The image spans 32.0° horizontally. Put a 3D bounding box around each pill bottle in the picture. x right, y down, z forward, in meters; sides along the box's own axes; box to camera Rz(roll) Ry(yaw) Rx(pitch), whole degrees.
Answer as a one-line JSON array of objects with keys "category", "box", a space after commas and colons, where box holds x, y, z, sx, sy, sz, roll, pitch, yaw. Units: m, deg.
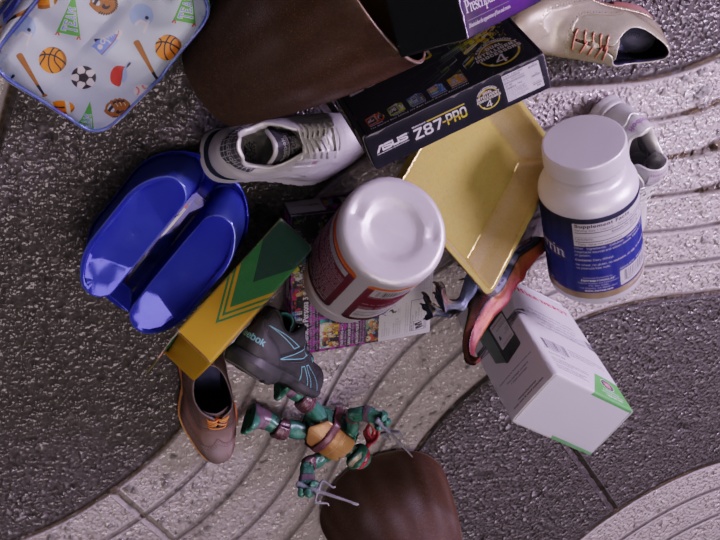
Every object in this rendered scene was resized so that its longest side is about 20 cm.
[{"category": "pill bottle", "box": [0.263, -0.069, 1.431, 0.115, 0.116, 0.201, -21, 131, -7]}, {"category": "pill bottle", "box": [0.007, -0.014, 1.319, 0.113, 0.115, 0.200, -6, 167, -17]}]

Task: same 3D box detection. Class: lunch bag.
[{"category": "lunch bag", "box": [-0.249, -0.242, 1.189, 0.160, 0.076, 0.200, 34, 107, -33]}]

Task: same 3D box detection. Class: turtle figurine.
[{"category": "turtle figurine", "box": [-0.043, 0.212, 1.569, 0.199, 0.101, 0.150, 35, 92, -20]}]

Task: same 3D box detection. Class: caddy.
[{"category": "caddy", "box": [-0.209, -0.032, 1.334, 0.141, 0.105, 0.200, 39, 105, -12]}]

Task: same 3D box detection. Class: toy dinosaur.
[{"category": "toy dinosaur", "box": [0.162, 0.018, 1.485, 0.180, 0.201, 0.105, -15, 155, -19]}]

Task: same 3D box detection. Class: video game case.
[{"category": "video game case", "box": [0.000, 0.000, 1.477, 0.180, 0.036, 0.201, -10, 126, -15]}]

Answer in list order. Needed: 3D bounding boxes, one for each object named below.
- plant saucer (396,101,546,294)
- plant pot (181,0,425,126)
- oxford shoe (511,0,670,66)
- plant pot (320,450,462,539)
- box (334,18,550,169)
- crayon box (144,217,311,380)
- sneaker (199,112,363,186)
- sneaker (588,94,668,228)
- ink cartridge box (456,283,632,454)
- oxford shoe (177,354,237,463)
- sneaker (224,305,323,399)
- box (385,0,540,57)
[{"category": "plant saucer", "box": [0.123, -0.110, 1.397, 0.200, 0.048, 0.201, 45, 65, -37]}, {"category": "plant pot", "box": [-0.070, -0.231, 1.217, 0.199, 0.188, 0.187, -29, 131, 20]}, {"category": "oxford shoe", "box": [0.248, -0.261, 1.368, 0.198, 0.074, 0.071, -3, 124, -19]}, {"category": "plant pot", "box": [0.064, 0.375, 1.653, 0.185, 0.200, 0.188, -11, 126, -15]}, {"category": "box", "box": [0.074, -0.199, 1.288, 0.199, 0.162, 0.049, -25, 128, -1]}, {"category": "crayon box", "box": [-0.143, 0.044, 1.346, 0.051, 0.127, 0.200, 42, 71, -3]}, {"category": "sneaker", "box": [-0.065, -0.128, 1.307, 0.199, 0.080, 0.077, -14, 91, -32]}, {"category": "sneaker", "box": [0.317, -0.106, 1.484, 0.075, 0.099, 0.201, -33, 131, -18]}, {"category": "ink cartridge box", "box": [0.223, 0.112, 1.539, 0.145, 0.201, 0.084, 26, 114, -33]}, {"category": "oxford shoe", "box": [-0.182, 0.167, 1.498, 0.071, 0.073, 0.201, -16, 128, -11]}, {"category": "sneaker", "box": [-0.080, 0.093, 1.419, 0.080, 0.075, 0.200, -63, 159, -3]}, {"category": "box", "box": [0.090, -0.297, 1.179, 0.078, 0.200, 0.142, -11, 105, 32]}]
